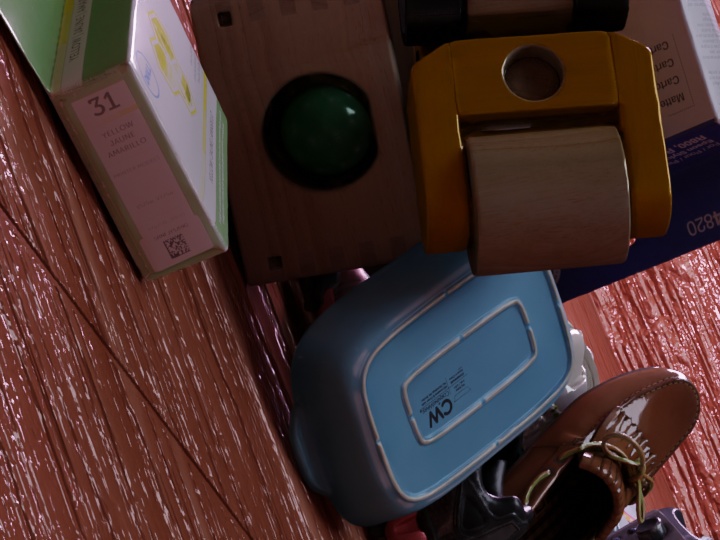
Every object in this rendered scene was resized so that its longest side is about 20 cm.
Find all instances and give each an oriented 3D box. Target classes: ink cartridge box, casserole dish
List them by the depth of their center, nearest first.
[{"bbox_3d":[-0.120,-0.113,1.204,0.146,0.048,0.201,-95,162,-63],"label":"ink cartridge box"},{"bbox_3d":[0.045,0.050,1.378,0.039,0.200,0.122,4,-60,48],"label":"casserole dish"},{"bbox_3d":[0.118,-0.092,1.499,0.040,0.199,0.201,-5,75,-51],"label":"ink cartridge box"}]

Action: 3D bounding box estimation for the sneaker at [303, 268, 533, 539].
[{"bbox_3d":[0.035,0.078,1.474,0.201,0.097,0.071,68,11,21],"label":"sneaker"}]

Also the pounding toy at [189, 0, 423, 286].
[{"bbox_3d":[-0.045,-0.099,1.424,0.200,0.141,0.185,-79,159,-71],"label":"pounding toy"}]

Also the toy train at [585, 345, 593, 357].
[{"bbox_3d":[0.090,0.000,1.863,0.055,0.150,0.201,18,55,-50],"label":"toy train"}]

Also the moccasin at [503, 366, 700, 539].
[{"bbox_3d":[0.127,0.123,1.525,0.078,0.201,0.074,13,-54,49],"label":"moccasin"}]

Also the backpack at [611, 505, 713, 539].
[{"bbox_3d":[0.178,0.245,1.732,0.201,0.153,0.176,63,14,1],"label":"backpack"}]

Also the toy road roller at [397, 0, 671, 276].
[{"bbox_3d":[0.084,-0.079,1.391,0.146,0.122,0.201,94,-9,-66],"label":"toy road roller"}]

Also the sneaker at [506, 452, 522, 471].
[{"bbox_3d":[0.077,0.148,1.637,0.200,0.076,0.091,-70,142,-75],"label":"sneaker"}]

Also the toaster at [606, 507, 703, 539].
[{"bbox_3d":[0.166,0.249,1.577,0.114,0.129,0.201,-126,-165,-69],"label":"toaster"}]

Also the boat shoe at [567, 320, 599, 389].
[{"bbox_3d":[0.066,0.033,1.678,0.199,0.072,0.068,33,-12,-19],"label":"boat shoe"}]

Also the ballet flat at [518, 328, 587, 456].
[{"bbox_3d":[0.094,0.033,1.585,0.201,0.064,0.076,62,30,2],"label":"ballet flat"}]

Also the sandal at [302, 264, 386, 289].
[{"bbox_3d":[0.001,0.000,1.555,0.057,0.080,0.202,23,42,-57],"label":"sandal"}]
